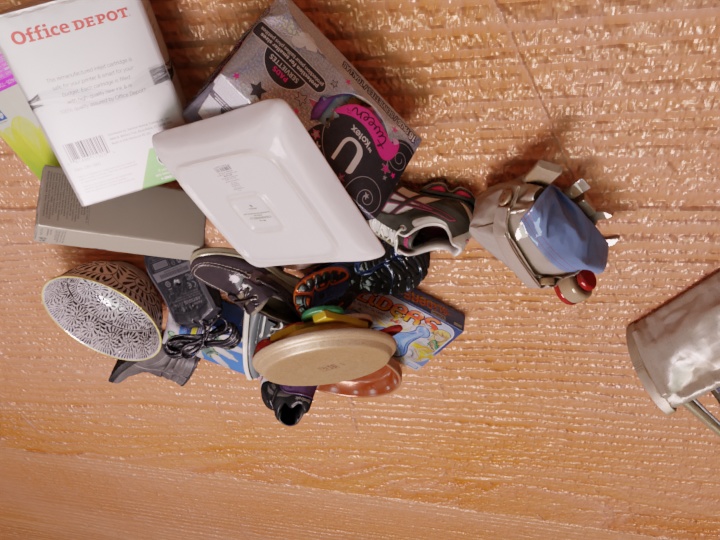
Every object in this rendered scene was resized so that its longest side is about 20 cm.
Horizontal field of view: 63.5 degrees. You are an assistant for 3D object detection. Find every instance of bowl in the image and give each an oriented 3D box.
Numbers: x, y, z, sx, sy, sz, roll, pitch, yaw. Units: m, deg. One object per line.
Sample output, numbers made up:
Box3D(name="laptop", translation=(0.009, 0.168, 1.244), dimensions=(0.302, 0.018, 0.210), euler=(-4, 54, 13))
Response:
Box3D(name="bowl", translation=(-0.398, 0.048, 0.948), dimensions=(0.197, 0.095, 0.202), euler=(10, 137, 9))

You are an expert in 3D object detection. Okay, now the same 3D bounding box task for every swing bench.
Box3D(name="swing bench", translation=(0.483, 0.109, 0.728), dimensions=(0.198, 0.131, 0.199), euler=(27, 136, -11))

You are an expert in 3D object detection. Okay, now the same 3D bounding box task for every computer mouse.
Box3D(name="computer mouse", translation=(-0.263, 0.030, 0.889), dimensions=(0.136, 0.053, 0.203), euler=(-13, 104, 17))

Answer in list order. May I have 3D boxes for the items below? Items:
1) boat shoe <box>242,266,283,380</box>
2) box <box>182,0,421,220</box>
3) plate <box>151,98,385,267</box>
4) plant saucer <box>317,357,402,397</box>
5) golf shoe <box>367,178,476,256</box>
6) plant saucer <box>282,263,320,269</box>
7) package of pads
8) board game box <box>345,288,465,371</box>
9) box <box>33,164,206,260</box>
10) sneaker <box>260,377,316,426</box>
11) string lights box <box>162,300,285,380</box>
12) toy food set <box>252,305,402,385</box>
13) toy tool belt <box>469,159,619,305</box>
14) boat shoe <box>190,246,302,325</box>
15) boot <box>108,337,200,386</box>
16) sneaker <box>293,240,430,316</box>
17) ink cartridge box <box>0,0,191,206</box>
Box3D(name="boat shoe", translation=(-0.149, 0.078, 0.891), dimensions=(0.061, 0.073, 0.203), euler=(2, 110, -9))
Box3D(name="box", translation=(-0.059, -0.148, 0.603), dimensions=(0.199, 0.116, 0.131), euler=(40, 158, -24))
Box3D(name="plate", translation=(-0.100, -0.068, 0.595), dimensions=(0.197, 0.033, 0.201), euler=(-1, 138, 37))
Box3D(name="plant saucer", translation=(-0.030, 0.156, 0.946), dimensions=(0.197, 0.033, 0.201), euler=(7, 147, 4))
Box3D(name="golf shoe", translation=(0.041, -0.067, 0.711), dimensions=(0.197, 0.089, 0.078), euler=(4, 138, 14))
Box3D(name="plant saucer", translation=(-0.131, -0.057, 0.735), dimensions=(0.199, 0.037, 0.201), euler=(31, 166, 8))
Box3D(name="package of pads", translation=(-0.377, -0.197, 0.713), dimensions=(0.152, 0.069, 0.201), euler=(-9, 132, 26))
Box3D(name="board game box", translation=(0.040, 0.070, 0.886), dimensions=(0.198, 0.035, 0.136), euler=(27, 136, -12))
Box3D(name="box", translation=(-0.304, -0.069, 0.749), dimensions=(0.197, 0.084, 0.068), euler=(9, 160, -31))
Box3D(name="sneaker", translation=(-0.126, 0.213, 0.948), dimensions=(0.075, 0.089, 0.200), euler=(18, 147, -15))
Box3D(name="string lights box", translation=(-0.225, 0.110, 0.987), dimensions=(0.198, 0.059, 0.103), euler=(23, 134, -8))
Box3D(name="toy food set", translation=(-0.043, 0.106, 0.767), dimensions=(0.196, 0.049, 0.199), euler=(-25, 150, 32))
Box3D(name="toy tool belt", translation=(0.229, -0.038, 0.660), dimensions=(0.199, 0.126, 0.122), euler=(34, 142, -20))
Box3D(name="boat shoe", translation=(-0.140, 0.029, 0.798), dimensions=(0.198, 0.066, 0.072), euler=(25, 139, -30))
Box3D(name="boot", translation=(-0.395, 0.190, 1.117), dimensions=(0.131, 0.071, 0.199), euler=(31, 139, -23))
Box3D(name="sneaker", translation=(0.000, 0.000, 0.772), dimensions=(0.197, 0.078, 0.077), euler=(-16, 107, -14))
Box3D(name="ink cartridge box", translation=(-0.268, -0.191, 0.623), dimensions=(0.144, 0.085, 0.202), euler=(-16, 125, -6))
